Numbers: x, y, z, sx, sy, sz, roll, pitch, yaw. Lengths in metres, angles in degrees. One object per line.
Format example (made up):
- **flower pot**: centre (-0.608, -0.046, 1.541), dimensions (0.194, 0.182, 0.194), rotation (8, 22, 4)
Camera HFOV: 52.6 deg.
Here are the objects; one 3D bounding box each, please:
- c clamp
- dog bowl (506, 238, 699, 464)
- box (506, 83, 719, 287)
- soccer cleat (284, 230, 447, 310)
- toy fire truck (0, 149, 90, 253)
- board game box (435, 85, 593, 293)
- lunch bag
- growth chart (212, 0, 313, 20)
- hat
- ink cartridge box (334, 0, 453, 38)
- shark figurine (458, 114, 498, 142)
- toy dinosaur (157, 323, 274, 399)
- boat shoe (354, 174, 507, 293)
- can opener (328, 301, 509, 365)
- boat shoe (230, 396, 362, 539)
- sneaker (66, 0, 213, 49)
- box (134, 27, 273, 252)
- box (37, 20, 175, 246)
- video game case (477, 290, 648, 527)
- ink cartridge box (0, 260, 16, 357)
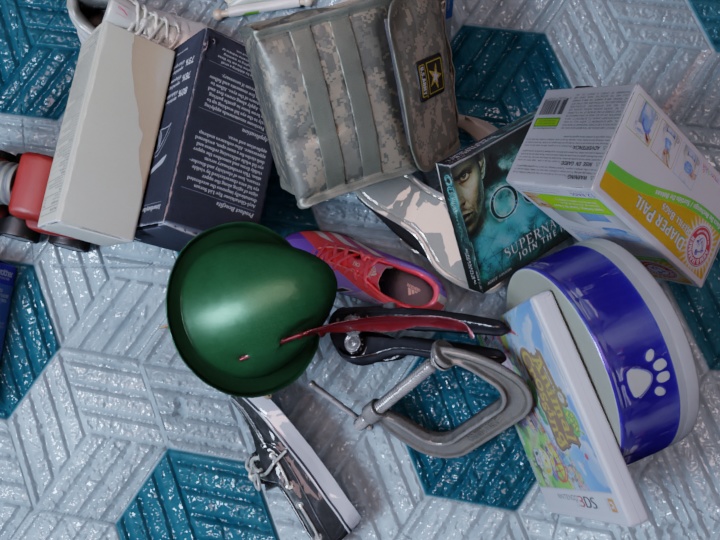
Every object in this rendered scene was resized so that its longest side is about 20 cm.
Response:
- **c clamp**: centre (0.062, 0.127, 0.716), dimensions (0.170, 0.200, 0.027), rotation (38, 42, -13)
- **dog bowl**: centre (0.217, 0.078, 0.681), dimensions (0.077, 0.200, 0.203), rotation (-20, 79, -10)
- **box**: centre (0.256, -0.078, 0.704), dimensions (0.198, 0.112, 0.103), rotation (31, 83, -33)
- **soccer cleat**: centre (0.000, 0.000, 0.783), dimensions (0.197, 0.073, 0.069), rotation (20, 83, 8)
- **toy fire truck**: centre (-0.382, -0.111, 0.771), dimensions (0.172, 0.200, 0.131), rotation (10, 82, 7)
- **board game box**: centre (0.173, -0.085, 0.735), dimensions (0.198, 0.028, 0.137), rotation (-30, 115, -23)
- **lunch bag**: centre (0.004, -0.171, 0.695), dimensions (0.196, 0.118, 0.167), rotation (-19, 114, -12)
- **growth chart**: centre (-0.109, -0.405, 0.889), dimensions (0.141, 0.018, 0.205), rotation (-2, 80, 4)
- **hat**: centre (-0.045, 0.016, 0.641), dimensions (0.198, 0.175, 0.169), rotation (-14, 87, -43)
- **ink cartridge box**: centre (0.005, -0.247, 0.802), dimensions (0.199, 0.116, 0.068), rotation (-36, 80, -2)
- **shark figurine**: centre (0.143, -0.125, 0.786), dimensions (0.127, 0.090, 0.216), rotation (-37, 81, -3)
- **toy dinosaur**: centre (-0.128, 0.073, 0.780), dimensions (0.199, 0.105, 0.062), rotation (24, 101, 52)
- **boat shoe**: centre (0.075, -0.048, 0.790), dimensions (0.198, 0.060, 0.075), rotation (35, 92, 7)
- **can opener**: centre (0.054, 0.063, 0.730), dimensions (0.197, 0.078, 0.065), rotation (-4, 87, 32)
- **boat shoe**: centre (-0.084, 0.201, 0.758), dimensions (0.068, 0.074, 0.200), rotation (-37, 88, -17)
- **sneaker**: centre (-0.250, -0.271, 0.837), dimensions (0.196, 0.099, 0.080), rotation (12, 82, 7)
- **box**: centre (-0.168, -0.125, 0.769), dimensions (0.103, 0.147, 0.204), rotation (16, 81, -35)
- **box**: centre (-0.259, -0.133, 0.742), dimensions (0.077, 0.094, 0.204), rotation (16, 81, -35)
- **video game case**: centre (0.179, 0.134, 0.690), dimensions (0.022, 0.182, 0.203), rotation (-19, 79, -11)
- **ink cartridge box**: centre (-0.477, 0.049, 0.819), dimensions (0.133, 0.076, 0.204), rotation (5, 79, 6)
